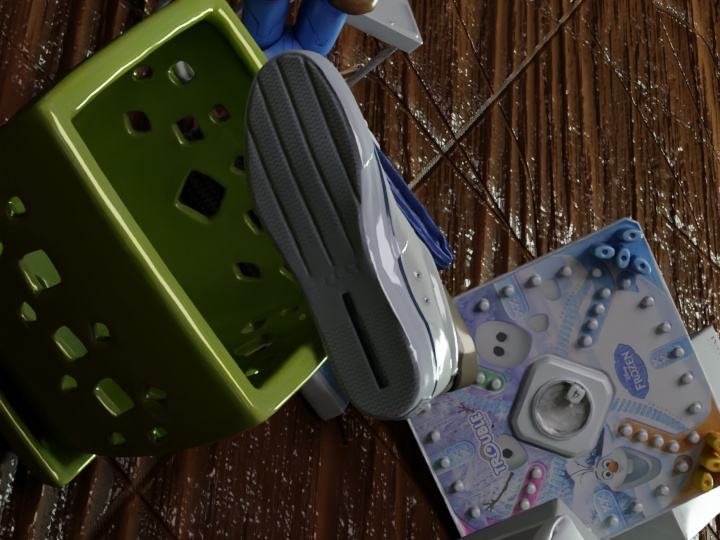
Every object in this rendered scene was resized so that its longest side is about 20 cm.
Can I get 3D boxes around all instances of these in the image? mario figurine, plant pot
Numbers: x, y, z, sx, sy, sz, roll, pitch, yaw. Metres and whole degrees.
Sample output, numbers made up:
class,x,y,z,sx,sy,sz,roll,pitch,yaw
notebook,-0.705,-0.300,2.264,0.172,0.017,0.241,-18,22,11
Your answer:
class,x,y,z,sx,sy,sz,roll,pitch,yaw
mario figurine,-0.048,-0.101,1.259,0.123,0.200,0.106,30,46,12
plant pot,-0.130,-0.009,1.118,0.200,0.181,0.199,57,34,-10

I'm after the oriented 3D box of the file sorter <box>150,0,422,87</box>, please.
class,x,y,z,sx,sy,sz,roll,pitch,yaw
file sorter,-0.073,-0.216,1.374,0.139,0.125,0.200,20,43,-47

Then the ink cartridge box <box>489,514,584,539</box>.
class,x,y,z,sx,sy,sz,roll,pitch,yaw
ink cartridge box,0.111,0.262,1.280,0.200,0.161,0.050,56,37,-11

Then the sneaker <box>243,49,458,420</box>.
class,x,y,z,sx,sy,sz,roll,pitch,yaw
sneaker,-0.005,-0.019,1.080,0.071,0.073,0.200,-16,89,-66

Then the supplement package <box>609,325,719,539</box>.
class,x,y,z,sx,sy,sz,roll,pitch,yaw
supplement package,0.208,0.137,1.540,0.200,0.120,0.121,-25,88,-57

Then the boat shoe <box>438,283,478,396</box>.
class,x,y,z,sx,sy,sz,roll,pitch,yaw
boat shoe,0.000,0.000,1.346,0.068,0.075,0.200,-20,61,-25

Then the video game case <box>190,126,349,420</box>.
class,x,y,z,sx,sy,sz,roll,pitch,yaw
video game case,-0.046,-0.025,1.393,0.200,0.022,0.182,53,34,-15

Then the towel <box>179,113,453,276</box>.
class,x,y,z,sx,sy,sz,roll,pitch,yaw
towel,-0.048,-0.036,1.236,0.145,0.200,0.024,52,49,-16

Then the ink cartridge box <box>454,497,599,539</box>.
class,x,y,z,sx,sy,sz,roll,pitch,yaw
ink cartridge box,0.141,0.253,1.371,0.200,0.116,0.067,46,35,-25

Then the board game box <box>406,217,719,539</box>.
class,x,y,z,sx,sy,sz,roll,pitch,yaw
board game box,0.138,0.094,1.397,0.026,0.200,0.200,-123,-172,-81
